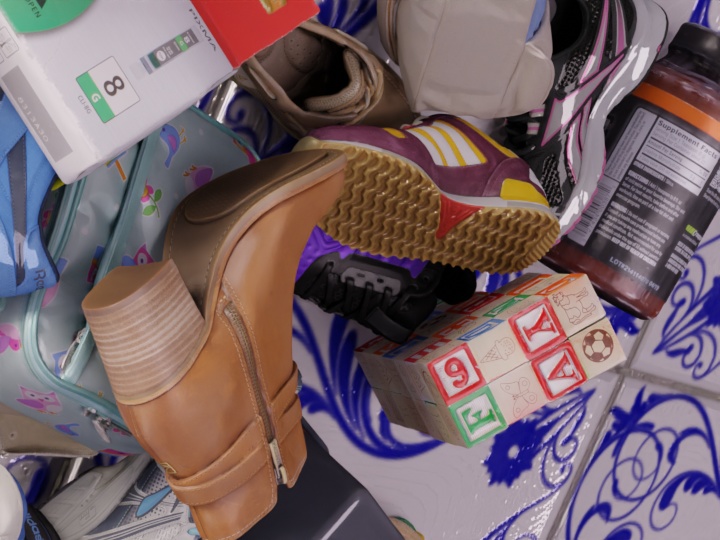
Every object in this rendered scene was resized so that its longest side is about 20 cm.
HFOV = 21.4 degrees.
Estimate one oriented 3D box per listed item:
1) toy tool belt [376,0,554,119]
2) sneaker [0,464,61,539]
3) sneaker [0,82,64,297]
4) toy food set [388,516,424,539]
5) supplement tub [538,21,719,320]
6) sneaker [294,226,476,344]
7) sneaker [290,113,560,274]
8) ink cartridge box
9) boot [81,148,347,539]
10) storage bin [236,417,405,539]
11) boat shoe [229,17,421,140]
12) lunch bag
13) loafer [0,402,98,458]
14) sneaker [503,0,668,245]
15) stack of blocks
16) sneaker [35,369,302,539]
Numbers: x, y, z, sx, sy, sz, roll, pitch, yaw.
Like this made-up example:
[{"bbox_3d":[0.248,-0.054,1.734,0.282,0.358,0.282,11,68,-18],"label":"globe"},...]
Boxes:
[{"bbox_3d":[0.073,-0.197,1.143,0.124,0.124,0.201,6,136,-5],"label":"toy tool belt"},{"bbox_3d":[-0.209,0.145,1.064,0.111,0.077,0.200,-16,161,-42],"label":"sneaker"},{"bbox_3d":[-0.179,-0.086,0.976,0.078,0.066,0.202,4,79,-14],"label":"sneaker"},{"bbox_3d":[-0.024,0.263,1.366,0.197,0.049,0.201,12,102,-45],"label":"toy food set"},{"bbox_3d":[0.212,-0.073,1.361,0.107,0.107,0.201,29,90,-46],"label":"supplement tub"},{"bbox_3d":[0.000,0.000,1.198,0.199,0.100,0.070,-9,159,-39],"label":"sneaker"},{"bbox_3d":[0.030,-0.059,1.173,0.199,0.090,0.075,18,125,-37],"label":"sneaker"},{"bbox_3d":[-0.116,-0.162,0.975,0.200,0.050,0.162,-38,99,-34],"label":"ink cartridge box"},{"bbox_3d":[-0.056,0.036,1.034,0.200,0.073,0.156,-41,118,-35],"label":"boot"},{"bbox_3d":[-0.075,0.180,1.214,0.200,0.134,0.146,-47,135,-14],"label":"storage bin"},{"bbox_3d":[-0.022,-0.110,1.157,0.199,0.064,0.072,24,95,-47],"label":"boat shoe"},{"bbox_3d":[-0.133,-0.002,1.055,0.160,0.077,0.202,37,58,-46],"label":"lunch bag"},{"bbox_3d":[-0.211,0.072,1.080,0.068,0.076,0.199,-41,147,22],"label":"loafer"},{"bbox_3d":[0.125,-0.112,1.297,0.086,0.080,0.201,27,84,-35],"label":"sneaker"},{"bbox_3d":[0.077,0.053,1.226,0.115,0.200,0.059,-29,97,-12],"label":"stack of blocks"},{"bbox_3d":[-0.103,0.132,1.138,0.200,0.087,0.078,-40,166,11],"label":"sneaker"}]
